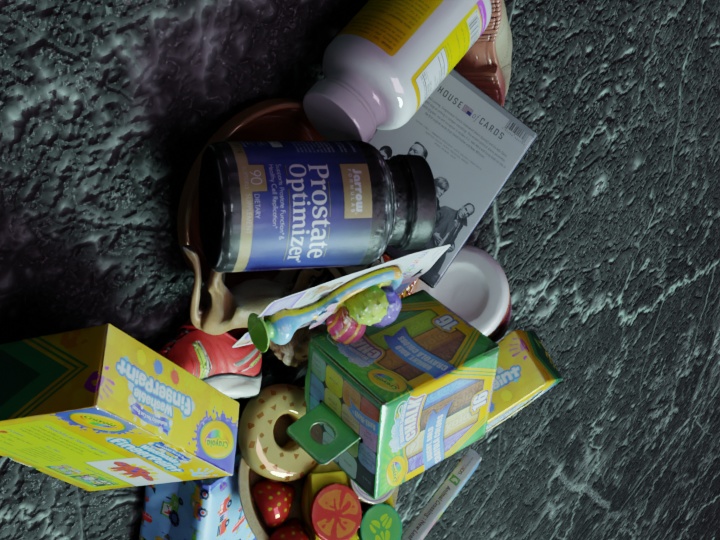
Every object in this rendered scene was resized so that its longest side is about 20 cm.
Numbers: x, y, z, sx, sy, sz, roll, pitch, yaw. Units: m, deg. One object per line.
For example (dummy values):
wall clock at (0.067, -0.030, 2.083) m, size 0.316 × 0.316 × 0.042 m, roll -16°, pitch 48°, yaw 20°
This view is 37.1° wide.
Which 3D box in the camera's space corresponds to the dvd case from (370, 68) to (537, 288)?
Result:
dvd case at (0.075, -0.107, 1.146) m, size 0.201 × 0.149 × 0.025 m, roll -55°, pitch -174°, yaw -4°

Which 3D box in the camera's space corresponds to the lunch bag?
lunch bag at (-0.142, 0.246, 1.189) m, size 0.199 × 0.093 × 0.153 m, roll -20°, pitch 128°, yaw -52°

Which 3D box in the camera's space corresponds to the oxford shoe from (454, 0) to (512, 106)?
oxford shoe at (0.127, -0.268, 1.157) m, size 0.202 × 0.070 × 0.074 m, roll 81°, pitch 28°, yaw -42°

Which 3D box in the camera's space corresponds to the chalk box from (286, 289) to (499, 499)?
chalk box at (0.022, 0.126, 1.065) m, size 0.198 × 0.124 × 0.125 m, roll -22°, pitch 132°, yaw -34°

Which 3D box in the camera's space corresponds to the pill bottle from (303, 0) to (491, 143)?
pill bottle at (0.033, -0.207, 1.022) m, size 0.201 × 0.103 × 0.105 m, roll -50°, pitch 144°, yaw -22°

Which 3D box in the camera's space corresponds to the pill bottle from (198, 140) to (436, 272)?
pill bottle at (-0.038, -0.058, 0.950) m, size 0.197 × 0.112 × 0.113 m, roll -3°, pitch 122°, yaw -20°

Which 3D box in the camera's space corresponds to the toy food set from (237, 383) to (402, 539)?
toy food set at (-0.037, 0.216, 1.137) m, size 0.195 × 0.048 × 0.204 m, roll 0°, pitch 80°, yaw -29°

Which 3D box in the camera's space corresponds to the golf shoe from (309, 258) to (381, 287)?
golf shoe at (0.000, 0.000, 1.107) m, size 0.078 × 0.087 × 0.201 m, roll -54°, pitch 174°, yaw -35°

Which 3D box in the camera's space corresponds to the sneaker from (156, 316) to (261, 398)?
sneaker at (-0.172, 0.080, 1.052) m, size 0.199 × 0.076 × 0.086 m, roll 4°, pitch 93°, yaw -55°

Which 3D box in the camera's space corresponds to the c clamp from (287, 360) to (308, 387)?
c clamp at (-0.008, 0.120, 1.217) m, size 0.168 × 0.027 × 0.201 m, roll -6°, pitch 156°, yaw -15°

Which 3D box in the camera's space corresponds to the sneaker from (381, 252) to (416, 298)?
sneaker at (0.019, 0.037, 1.230) m, size 0.072 × 0.077 × 0.201 m, roll 24°, pitch 117°, yaw -12°

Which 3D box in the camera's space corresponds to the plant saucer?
plant saucer at (-0.096, -0.072, 1.045) m, size 0.199 × 0.032 × 0.203 m, roll -28°, pitch 134°, yaw -32°

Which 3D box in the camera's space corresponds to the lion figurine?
lion figurine at (-0.106, 0.033, 1.040) m, size 0.198 × 0.073 × 0.123 m, roll 10°, pitch 121°, yaw -37°

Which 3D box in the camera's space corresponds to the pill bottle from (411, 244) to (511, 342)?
pill bottle at (0.125, 0.041, 1.287) m, size 0.114 × 0.112 × 0.200 m, roll -55°, pitch 167°, yaw -3°

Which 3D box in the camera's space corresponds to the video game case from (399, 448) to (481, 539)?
video game case at (0.058, 0.322, 1.272) m, size 0.182 × 0.022 × 0.201 m, roll -42°, pitch 164°, yaw -45°

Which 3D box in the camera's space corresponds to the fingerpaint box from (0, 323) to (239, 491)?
fingerpaint box at (-0.225, 0.123, 0.921) m, size 0.200 × 0.164 × 0.074 m, roll 43°, pitch 43°, yaw -53°

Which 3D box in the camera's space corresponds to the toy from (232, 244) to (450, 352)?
toy at (-0.011, 0.039, 0.996) m, size 0.198 × 0.048 × 0.115 m, roll -14°, pitch 162°, yaw -31°

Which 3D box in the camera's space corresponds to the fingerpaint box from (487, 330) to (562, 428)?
fingerpaint box at (0.131, 0.156, 1.267) m, size 0.199 × 0.074 × 0.167 m, roll -35°, pitch 167°, yaw 11°
